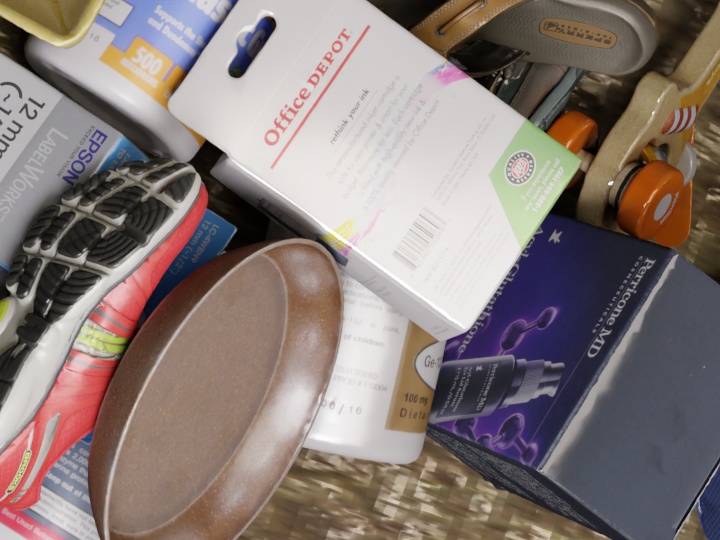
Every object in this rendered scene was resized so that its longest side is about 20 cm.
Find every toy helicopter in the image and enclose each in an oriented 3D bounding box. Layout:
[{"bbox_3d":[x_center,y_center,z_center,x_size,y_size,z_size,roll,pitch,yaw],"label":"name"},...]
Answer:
[{"bbox_3d":[0.193,-0.096,1.753,0.201,0.079,0.132,-56,156,-7],"label":"toy helicopter"}]

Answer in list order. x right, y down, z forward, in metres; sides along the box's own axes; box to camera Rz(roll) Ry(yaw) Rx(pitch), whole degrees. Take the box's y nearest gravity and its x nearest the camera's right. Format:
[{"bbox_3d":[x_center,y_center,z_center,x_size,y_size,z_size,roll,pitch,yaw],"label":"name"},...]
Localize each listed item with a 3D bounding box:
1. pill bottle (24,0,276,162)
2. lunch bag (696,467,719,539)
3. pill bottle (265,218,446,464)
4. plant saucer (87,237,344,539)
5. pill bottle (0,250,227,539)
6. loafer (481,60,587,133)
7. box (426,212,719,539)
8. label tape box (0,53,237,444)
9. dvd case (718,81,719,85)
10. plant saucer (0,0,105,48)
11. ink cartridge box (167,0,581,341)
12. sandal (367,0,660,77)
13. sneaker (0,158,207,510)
[{"bbox_3d":[-0.085,-0.169,1.591,0.112,0.112,0.201,37,82,-26],"label":"pill bottle"},{"bbox_3d":[0.287,0.095,1.803,0.132,0.136,0.201,-15,105,-23],"label":"lunch bag"},{"bbox_3d":[0.000,0.000,1.658,0.114,0.114,0.201,12,92,-27],"label":"pill bottle"},{"bbox_3d":[-0.080,0.069,1.519,0.200,0.034,0.201,-46,151,-35],"label":"plant saucer"},{"bbox_3d":[-0.135,0.073,1.597,0.119,0.119,0.201,35,82,-26],"label":"pill bottle"},{"bbox_3d":[0.102,-0.123,1.728,0.063,0.072,0.200,35,76,6],"label":"loafer"},{"bbox_3d":[0.126,0.058,1.680,0.104,0.200,0.149,36,81,-27],"label":"box"},{"bbox_3d":[-0.186,-0.025,1.531,0.199,0.066,0.144,33,81,13],"label":"label tape box"},{"bbox_3d":[0.311,-0.038,1.788,0.025,0.150,0.200,-45,114,1],"label":"dvd case"},{"bbox_3d":[-0.191,-0.244,1.537,0.199,0.048,0.201,29,83,-5],"label":"plant saucer"},{"bbox_3d":[0.001,-0.067,1.568,0.200,0.067,0.117,36,80,-6],"label":"ink cartridge box"},{"bbox_3d":[0.069,-0.135,1.656,0.199,0.082,0.055,13,56,-3],"label":"sandal"},{"bbox_3d":[-0.141,0.032,1.485,0.200,0.077,0.085,-53,133,-4],"label":"sneaker"}]
